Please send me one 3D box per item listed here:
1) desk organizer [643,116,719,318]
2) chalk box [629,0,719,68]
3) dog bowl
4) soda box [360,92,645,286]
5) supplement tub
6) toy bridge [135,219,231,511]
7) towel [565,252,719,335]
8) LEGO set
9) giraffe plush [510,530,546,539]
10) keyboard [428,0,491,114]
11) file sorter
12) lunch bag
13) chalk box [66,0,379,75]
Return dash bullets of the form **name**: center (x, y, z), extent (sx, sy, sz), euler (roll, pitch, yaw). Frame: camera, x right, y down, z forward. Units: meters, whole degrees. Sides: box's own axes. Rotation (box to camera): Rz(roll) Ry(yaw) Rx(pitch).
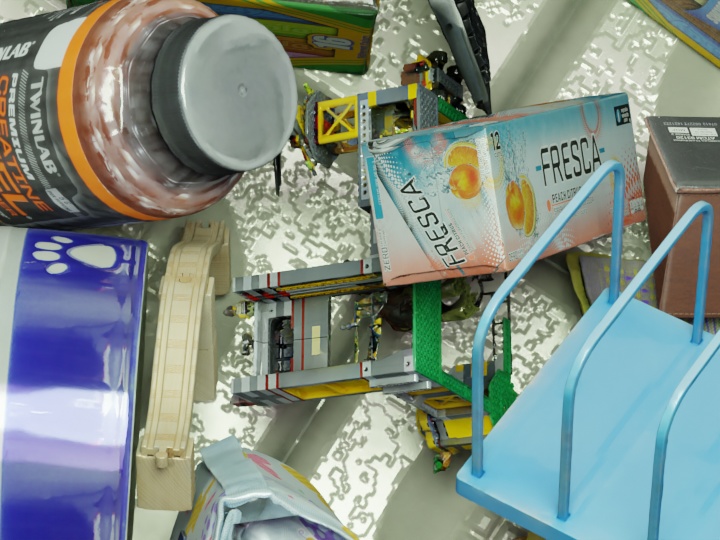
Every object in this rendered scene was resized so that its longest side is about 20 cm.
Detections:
- **desk organizer**: center (0.241, -0.026, 1.362), extent (0.200, 0.072, 0.077), euler (0, 122, -8)
- **chalk box**: center (0.234, -0.160, 1.387), extent (0.200, 0.124, 0.124), euler (38, 77, 3)
- **dog bowl**: center (-0.144, 0.081, 1.272), extent (0.079, 0.200, 0.201), euler (3, 78, -4)
- **soda box**: center (0.071, -0.041, 1.282), extent (0.063, 0.200, 0.069), euler (-7, 94, 24)
- **supplement tub**: center (-0.121, -0.073, 1.279), extent (0.107, 0.200, 0.107), euler (5, 82, -43)
- **toy bridge**: center (-0.082, 0.031, 1.292), extent (0.027, 0.200, 0.067), euler (2, 123, 2)
- **towel**: center (0.203, 0.044, 1.352), extent (0.200, 0.023, 0.144), euler (5, 39, -4)
- **LEGO set**: center (0.000, 0.000, 1.334), extent (0.116, 0.154, 0.200), euler (-8, 80, 25)
- **giraffe plush**: center (0.151, 0.157, 1.317), extent (0.162, 0.173, 0.200), euler (36, 113, 14)
- **keyboard**: center (0.053, -0.140, 1.320), extent (0.040, 0.200, 0.104), euler (-25, 101, 6)
- **file sorter**: center (0.162, 0.060, 1.211), extent (0.200, 0.123, 0.139), euler (26, 55, 23)
- **lunch bag**: center (-0.034, 0.182, 1.255), extent (0.127, 0.170, 0.200), euler (-20, 97, -8)
- **chalk box**: center (-0.086, -0.181, 1.370), extent (0.200, 0.124, 0.125), euler (7, 79, -1)
